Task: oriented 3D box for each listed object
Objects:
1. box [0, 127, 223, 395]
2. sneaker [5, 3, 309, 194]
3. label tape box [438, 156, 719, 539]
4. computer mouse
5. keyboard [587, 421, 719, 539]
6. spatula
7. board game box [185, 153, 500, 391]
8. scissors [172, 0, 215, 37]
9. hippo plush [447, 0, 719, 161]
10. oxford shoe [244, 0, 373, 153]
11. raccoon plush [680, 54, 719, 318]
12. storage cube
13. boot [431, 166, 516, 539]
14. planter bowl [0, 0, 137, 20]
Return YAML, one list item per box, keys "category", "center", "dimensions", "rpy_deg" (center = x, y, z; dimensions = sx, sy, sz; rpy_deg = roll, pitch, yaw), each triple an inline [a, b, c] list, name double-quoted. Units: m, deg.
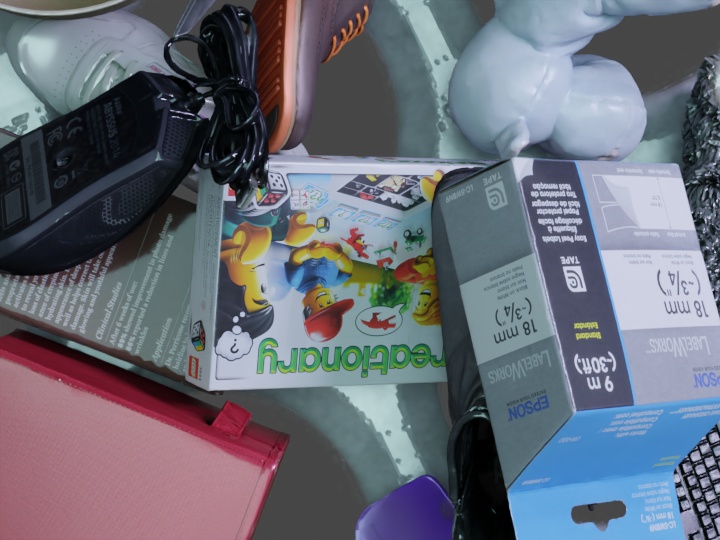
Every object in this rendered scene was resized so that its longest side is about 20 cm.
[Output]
- category: "box"
  center: [-0.156, -0.007, 1.195]
  dimensions: [0.199, 0.075, 0.101]
  rpy_deg: [22, 86, -3]
- category: "sneaker"
  center: [-0.114, -0.098, 1.187]
  dimensions: [0.199, 0.100, 0.075]
  rpy_deg: [28, 91, 0]
- category: "label tape box"
  center: [0.129, 0.046, 1.084]
  dimensions: [0.144, 0.063, 0.202]
  rpy_deg: [-1, 74, -45]
- category: "computer mouse"
  center: [-0.130, -0.050, 1.112]
  dimensions: [0.199, 0.053, 0.139]
  rpy_deg: [-25, 44, 15]
- category: "keyboard"
  center: [0.165, 0.082, 1.215]
  dimensions: [0.126, 0.021, 0.201]
  rpy_deg: [-19, 85, -17]
- category: "spatula"
  center: [0.087, 0.119, 1.221]
  dimensions: [0.199, 0.021, 0.057]
  rpy_deg: [-33, 89, -10]
- category: "board game box"
  center: [0.000, 0.000, 1.166]
  dimensions: [0.199, 0.035, 0.127]
  rpy_deg: [-1, 101, -30]
- category: "scissors"
  center: [-0.068, -0.181, 1.115]
  dimensions: [0.073, 0.200, 0.014]
  rpy_deg: [48, 131, 1]
- category: "hippo plush"
  center: [0.117, -0.137, 1.171]
  dimensions: [0.198, 0.159, 0.162]
  rpy_deg: [13, 98, -21]
- category: "oxford shoe"
  center: [-0.024, -0.148, 1.179]
  dimensions: [0.072, 0.071, 0.201]
  rpy_deg: [19, 56, -21]
- category: "raccoon plush"
  center: [0.182, -0.035, 1.188]
  dimensions: [0.199, 0.097, 0.135]
  rpy_deg: [-28, 83, -21]
- category: "storage cube"
  center: [-0.154, 0.147, 1.129]
  dimensions: [0.179, 0.171, 0.201]
  rpy_deg: [22, 90, 0]
- category: "boot"
  center: [0.072, 0.054, 1.116]
  dimensions: [0.069, 0.132, 0.202]
  rpy_deg: [-8, 109, 14]
- category: "planter bowl"
  center: [-0.170, -0.234, 1.175]
  dimensions: [0.198, 0.135, 0.202]
  rpy_deg: [0, 87, -3]
